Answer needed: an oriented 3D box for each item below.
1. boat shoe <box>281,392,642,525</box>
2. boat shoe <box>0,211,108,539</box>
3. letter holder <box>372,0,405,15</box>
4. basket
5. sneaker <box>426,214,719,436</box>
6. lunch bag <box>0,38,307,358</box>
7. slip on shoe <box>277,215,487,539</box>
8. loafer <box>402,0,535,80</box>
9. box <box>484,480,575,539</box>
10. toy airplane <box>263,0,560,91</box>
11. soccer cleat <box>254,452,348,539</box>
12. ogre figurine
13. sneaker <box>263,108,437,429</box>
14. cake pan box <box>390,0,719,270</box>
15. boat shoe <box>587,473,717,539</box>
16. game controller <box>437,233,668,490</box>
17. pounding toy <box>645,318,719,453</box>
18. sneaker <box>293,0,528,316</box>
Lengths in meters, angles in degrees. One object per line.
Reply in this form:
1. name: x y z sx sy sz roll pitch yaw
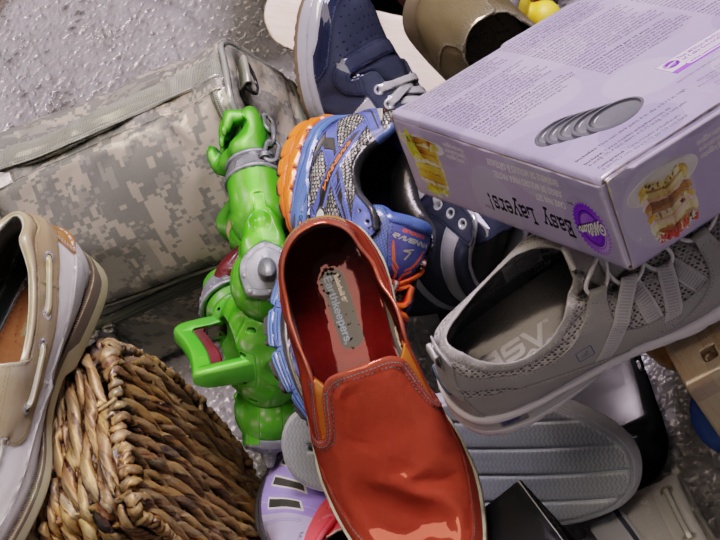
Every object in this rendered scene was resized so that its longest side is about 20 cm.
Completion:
1. boat shoe: 0.056 0.090 1.114 0.199 0.062 0.072 5 103 22
2. boat shoe: -0.192 0.064 1.056 0.074 0.068 0.201 -1 59 27
3. letter holder: -0.018 -0.261 1.408 0.141 0.101 0.201 -6 58 28
4. basket: -0.148 0.140 1.158 0.148 0.200 0.143 -26 52 13
5. sneaker: 0.117 0.002 0.954 0.200 0.082 0.075 -40 64 2
6. lunch bag: -0.123 -0.050 1.286 0.199 0.168 0.140 -21 52 17
7. slip on shoe: 0.005 0.064 0.999 0.074 0.061 0.201 -20 75 3
8. loafer: 0.103 -0.089 1.168 0.076 0.200 0.067 -49 25 10
9. box: 0.044 0.216 1.041 0.200 0.141 0.079 -38 49 2
10. toy airplane: 0.067 -0.132 1.247 0.199 0.141 0.200 -28 70 -8
11. soccer cleat: -0.018 0.149 1.129 0.073 0.068 0.200 -53 16 27
12. ogre figurine: -0.057 0.023 1.181 0.120 0.098 0.201 -104 30 -52
13. sneaker: 0.000 0.000 1.077 0.078 0.075 0.201 -24 60 40
14. cake pan box: 0.140 -0.086 0.964 0.199 0.053 0.184 -33 28 -20
15. boat shoe: 0.197 0.172 1.035 0.086 0.075 0.202 -37 40 1
16. game controller: 0.104 0.049 1.188 0.104 0.042 0.201 -16 53 2
17. pounding toy: 0.174 0.002 1.065 0.142 0.200 0.185 -30 50 10
18. sneaker: 0.033 -0.070 1.165 0.108 0.201 0.070 0 18 43
